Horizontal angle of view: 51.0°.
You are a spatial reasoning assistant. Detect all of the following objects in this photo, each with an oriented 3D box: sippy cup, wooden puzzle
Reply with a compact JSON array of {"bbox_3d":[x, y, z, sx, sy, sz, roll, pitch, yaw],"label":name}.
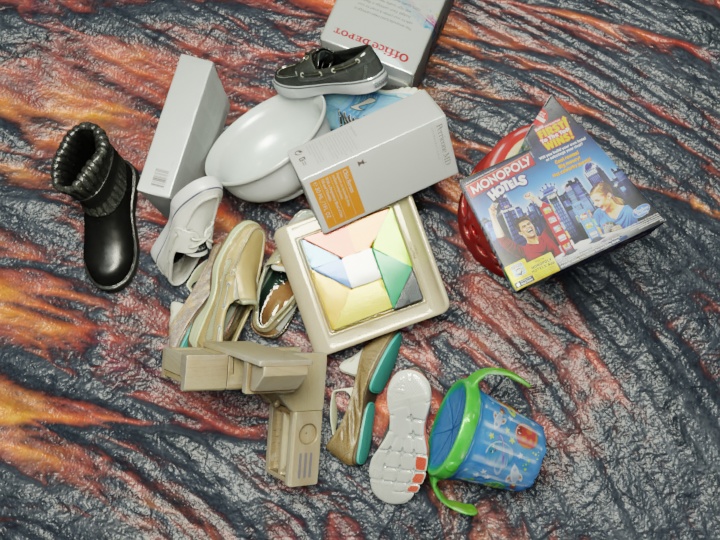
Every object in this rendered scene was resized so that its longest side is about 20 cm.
[{"bbox_3d":[0.173,0.232,1.017,0.130,0.178,0.140,22,39,-6],"label":"sippy cup"},{"bbox_3d":[0.000,0.000,1.024,0.199,0.037,0.186,-20,89,5],"label":"wooden puzzle"}]

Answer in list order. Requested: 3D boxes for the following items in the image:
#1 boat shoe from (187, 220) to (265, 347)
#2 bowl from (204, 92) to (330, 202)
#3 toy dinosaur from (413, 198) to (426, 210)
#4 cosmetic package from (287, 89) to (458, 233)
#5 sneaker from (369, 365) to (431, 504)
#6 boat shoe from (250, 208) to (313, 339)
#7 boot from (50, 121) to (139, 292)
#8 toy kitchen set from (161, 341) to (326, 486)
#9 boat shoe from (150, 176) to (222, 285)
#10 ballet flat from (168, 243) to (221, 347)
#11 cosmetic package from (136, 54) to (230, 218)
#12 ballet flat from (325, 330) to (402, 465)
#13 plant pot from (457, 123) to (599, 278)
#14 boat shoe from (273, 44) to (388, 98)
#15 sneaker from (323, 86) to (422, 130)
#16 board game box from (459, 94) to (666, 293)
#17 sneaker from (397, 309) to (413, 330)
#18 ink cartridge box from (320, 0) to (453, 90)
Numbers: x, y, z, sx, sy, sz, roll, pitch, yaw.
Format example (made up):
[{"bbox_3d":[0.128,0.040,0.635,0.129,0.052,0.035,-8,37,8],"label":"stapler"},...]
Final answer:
[{"bbox_3d":[-0.166,0.032,1.038,0.076,0.072,0.201,19,91,39],"label":"boat shoe"},{"bbox_3d":[-0.117,-0.163,1.086,0.200,0.090,0.202,-20,39,17],"label":"bowl"},{"bbox_3d":[0.032,-0.146,1.115,0.200,0.102,0.136,-39,61,9],"label":"toy dinosaur"},{"bbox_3d":[0.018,-0.141,0.987,0.199,0.102,0.071,-25,46,-2],"label":"cosmetic package"},{"bbox_3d":[0.066,0.224,1.043,0.077,0.082,0.201,15,104,11],"label":"sneaker"},{"bbox_3d":[-0.100,0.002,1.086,0.074,0.068,0.201,18,80,3],"label":"boat shoe"},{"bbox_3d":[-0.370,-0.085,1.058,0.079,0.158,0.212,-3,79,0],"label":"boot"},{"bbox_3d":[-0.129,0.188,0.947,0.199,0.163,0.181,4,90,-35],"label":"toy kitchen set"},{"bbox_3d":[-0.234,-0.049,1.042,0.072,0.200,0.066,-14,66,-46],"label":"boat shoe"},{"bbox_3d":[-0.232,0.047,1.088,0.067,0.068,0.201,24,74,24],"label":"ballet flat"},{"bbox_3d":[-0.247,-0.181,1.079,0.051,0.151,0.201,14,79,5],"label":"cosmetic package"},{"bbox_3d":[-0.003,0.171,1.064,0.072,0.068,0.201,14,83,22],"label":"ballet flat"},{"bbox_3d":[0.241,-0.098,1.047,0.199,0.183,0.201,0,78,2],"label":"plant pot"},{"bbox_3d":[-0.048,-0.280,1.045,0.199,0.057,0.069,9,47,38],"label":"boat shoe"},{"bbox_3d":[0.004,-0.220,1.081,0.199,0.079,0.090,9,47,36],"label":"sneaker"},{"bbox_3d":[0.229,-0.099,0.924,0.199,0.062,0.201,-24,78,-3],"label":"board game box"},{"bbox_3d":[0.032,-0.013,1.088,0.088,0.080,0.200,-39,86,-13],"label":"sneaker"},{"bbox_3d":[0.044,-0.367,1.114,0.145,0.145,0.201,23,80,4],"label":"ink cartridge box"}]
